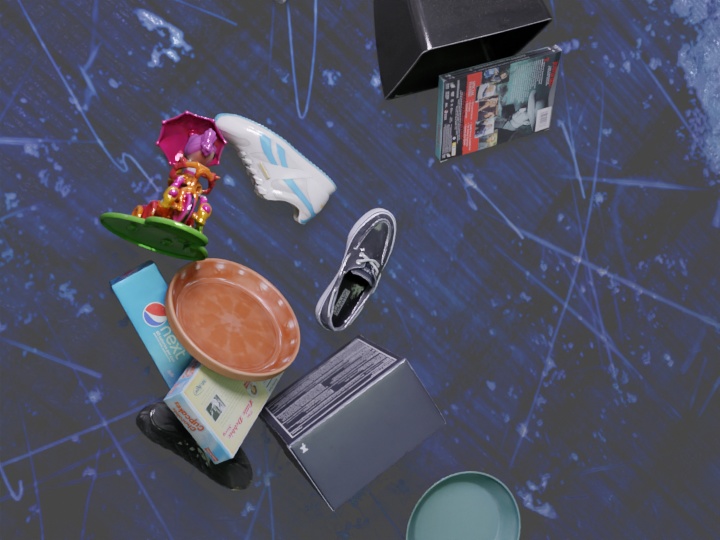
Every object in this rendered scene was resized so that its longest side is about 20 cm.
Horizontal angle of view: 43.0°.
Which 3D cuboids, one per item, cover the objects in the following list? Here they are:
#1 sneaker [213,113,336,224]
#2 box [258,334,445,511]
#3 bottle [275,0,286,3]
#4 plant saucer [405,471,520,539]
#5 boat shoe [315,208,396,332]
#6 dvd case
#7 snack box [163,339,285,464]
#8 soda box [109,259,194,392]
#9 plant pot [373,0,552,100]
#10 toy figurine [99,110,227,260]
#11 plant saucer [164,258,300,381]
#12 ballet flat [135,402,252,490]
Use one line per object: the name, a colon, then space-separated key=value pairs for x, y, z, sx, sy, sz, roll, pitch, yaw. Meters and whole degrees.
sneaker: x=-0.131 y=-0.147 z=1.297 sx=0.200 sy=0.076 sz=0.081 roll=37 pitch=85 yaw=-16
box: x=-0.018 y=0.210 z=1.302 sx=0.200 sy=0.198 sz=0.123 roll=-36 pitch=104 yaw=-11
bottle: x=-0.057 y=-0.462 z=1.297 sx=0.200 sy=0.065 sz=0.084 roll=-47 pitch=106 yaw=-9
plant saucer: x=0.160 y=0.415 z=1.465 sx=0.199 sy=0.036 sz=0.201 roll=-2 pitch=96 yaw=-18
boat shoe: x=0.000 y=0.000 z=1.356 sx=0.072 sy=0.068 sz=0.200 roll=33 pitch=84 yaw=-18
dvd case: x=0.207 y=-0.252 z=1.387 sx=0.199 sy=0.022 sz=0.146 roll=-17 pitch=136 yaw=-15
snack box: x=-0.181 y=0.154 z=1.257 sx=0.037 sy=0.200 sz=0.116 roll=-24 pitch=110 yaw=30
soda box: x=-0.271 y=0.089 z=1.277 sx=0.068 sy=0.064 sz=0.201 roll=-30 pitch=104 yaw=-14
plant pot: x=0.123 y=-0.379 z=1.305 sx=0.199 sy=0.199 sz=0.178 roll=-17 pitch=86 yaw=-16
toy figurine: x=-0.237 y=-0.127 z=1.219 sx=0.150 sy=0.200 sz=0.185 roll=24 pitch=75 yaw=-27
plant saucer: x=-0.177 y=0.069 z=1.260 sx=0.200 sy=0.201 sz=0.032 roll=28 pitch=127 yaw=-19
ballet flat: x=-0.235 y=0.252 z=1.322 sx=0.200 sy=0.057 sz=0.067 roll=42 pitch=54 yaw=-22
